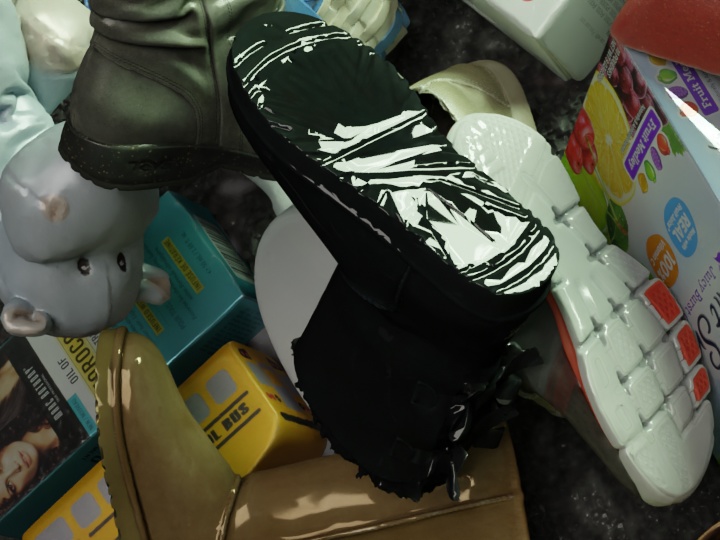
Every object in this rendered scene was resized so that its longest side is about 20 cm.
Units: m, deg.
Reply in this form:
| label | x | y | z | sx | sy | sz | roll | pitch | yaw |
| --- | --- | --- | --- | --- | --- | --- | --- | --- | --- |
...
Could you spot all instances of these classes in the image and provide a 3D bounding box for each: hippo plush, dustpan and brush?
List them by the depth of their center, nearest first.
| label | x | y | z | sx | sy | sz | roll | pitch | yaw |
| --- | --- | --- | --- | --- | --- | --- | --- | --- | --- |
| hippo plush | -0.186 | -0.034 | 1.007 | 0.161 | 0.158 | 0.201 | 50 | 134 | 35 |
| dustpan and brush | -0.025 | -0.013 | 1.054 | 0.200 | 0.057 | 0.140 | 43 | 132 | 21 |

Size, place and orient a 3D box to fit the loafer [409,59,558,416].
| label | x | y | z | sx | sy | sz | roll | pitch | yaw |
| --- | --- | --- | --- | --- | --- | --- | --- | --- | --- |
| loafer | 0.065 | -0.017 | 1.011 | 0.076 | 0.068 | 0.201 | -51 | 50 | 46 |

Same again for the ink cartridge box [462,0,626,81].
| label | x | y | z | sx | sy | sz | roll | pitch | yaw |
| --- | --- | --- | --- | --- | --- | --- | --- | --- | --- |
| ink cartridge box | 0.113 | -0.222 | 1.036 | 0.145 | 0.083 | 0.200 | 41 | 97 | 25 |

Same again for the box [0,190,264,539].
| label | x | y | z | sx | sy | sz | roll | pitch | yaw |
| --- | --- | --- | --- | --- | --- | --- | --- | --- | --- |
| box | -0.146 | 0.054 | 1.110 | 0.200 | 0.049 | 0.082 | -42 | 66 | 10 |

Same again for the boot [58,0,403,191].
| label | x | y | z | sx | sy | sz | roll | pitch | yaw |
| --- | --- | --- | --- | --- | --- | --- | --- | --- | --- |
| boot | -0.044 | -0.110 | 0.933 | 0.068 | 0.199 | 0.131 | 45 | 131 | 39 |

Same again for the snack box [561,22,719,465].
| label | x | y | z | sx | sy | sz | roll | pitch | yaw |
| --- | --- | --- | --- | --- | --- | --- | --- | --- | --- |
| snack box | 0.169 | -0.006 | 0.933 | 0.053 | 0.142 | 0.201 | -22 | 69 | -15 |

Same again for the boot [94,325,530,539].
| label | x | y | z | sx | sy | sz | roll | pitch | yaw |
| --- | --- | --- | --- | --- | --- | --- | --- | --- | --- |
| boot | -0.023 | 0.099 | 0.989 | 0.198 | 0.066 | 0.176 | -9 | 103 | 0 |

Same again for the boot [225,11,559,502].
| label | x | y | z | sx | sy | sz | roll | pitch | yaw |
| --- | --- | --- | --- | --- | --- | --- | --- | --- | --- |
| boot | 0.000 | -0.001 | 0.911 | 0.073 | 0.163 | 0.198 | -33 | 68 | -34 |

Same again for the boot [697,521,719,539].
| label | x | y | z | sx | sy | sz | roll | pitch | yaw |
| --- | --- | --- | --- | --- | --- | --- | --- | --- | --- |
| boot | 0.154 | 0.203 | 0.889 | 0.076 | 0.155 | 0.201 | 26 | 90 | 25 |

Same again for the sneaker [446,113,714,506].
| label | x | y | z | sx | sy | sz | roll | pitch | yaw |
| --- | --- | --- | --- | --- | --- | --- | --- | --- | --- |
| sneaker | 0.090 | 0.024 | 0.935 | 0.082 | 0.077 | 0.201 | -37 | 80 | 49 |

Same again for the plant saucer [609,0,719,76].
| label | x | y | z | sx | sy | sz | roll | pitch | yaw |
| --- | --- | --- | --- | --- | --- | --- | --- | --- | --- |
| plant saucer | 0.239 | -0.155 | 0.883 | 0.199 | 0.037 | 0.200 | 21 | 62 | 26 |

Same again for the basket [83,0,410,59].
| label | x | y | z | sx | sy | sz | roll | pitch | yaw |
| --- | --- | --- | --- | --- | --- | --- | --- | --- | --- |
| basket | -0.082 | -0.167 | 1.036 | 0.139 | 0.200 | 0.176 | -54 | 51 | 6 |

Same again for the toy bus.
| label | x | y | z | sx | sy | sz | roll | pitch | yaw |
| --- | --- | --- | --- | --- | --- | --- | --- | --- | --- |
| toy bus | -0.110 | 0.135 | 1.069 | 0.200 | 0.065 | 0.078 | -43 | 66 | 10 |
